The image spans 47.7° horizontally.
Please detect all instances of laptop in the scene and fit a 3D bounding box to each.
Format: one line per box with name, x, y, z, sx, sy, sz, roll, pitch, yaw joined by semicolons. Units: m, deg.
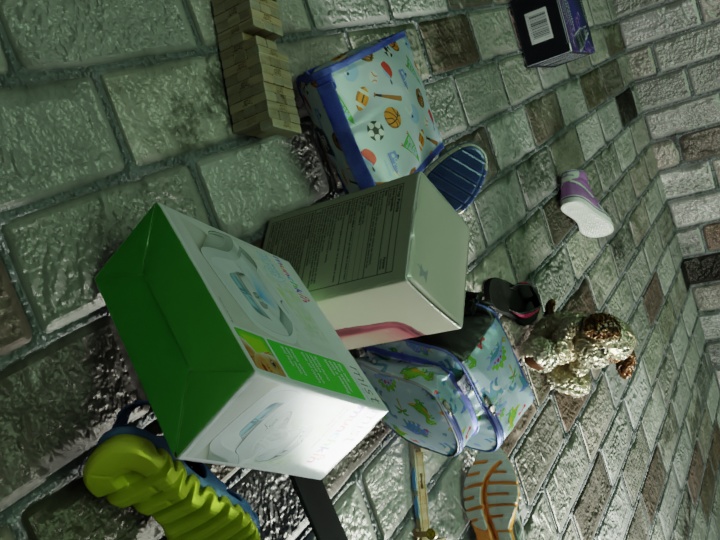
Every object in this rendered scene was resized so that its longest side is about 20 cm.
laptop;-0.068;0.274;0.756;0.200;0.103;0.177;-61;160;-16

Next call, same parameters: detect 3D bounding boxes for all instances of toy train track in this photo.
toy train track;0.088;0.309;1.029;0.115;0.032;0.201;16;65;-54

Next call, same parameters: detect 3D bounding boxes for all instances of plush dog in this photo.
plush dog;0.394;0.123;1.423;0.200;0.171;0.161;40;55;-44

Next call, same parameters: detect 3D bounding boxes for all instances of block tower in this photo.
block tower;-0.117;-0.241;0.888;0.054;0.058;0.201;-2;79;-57

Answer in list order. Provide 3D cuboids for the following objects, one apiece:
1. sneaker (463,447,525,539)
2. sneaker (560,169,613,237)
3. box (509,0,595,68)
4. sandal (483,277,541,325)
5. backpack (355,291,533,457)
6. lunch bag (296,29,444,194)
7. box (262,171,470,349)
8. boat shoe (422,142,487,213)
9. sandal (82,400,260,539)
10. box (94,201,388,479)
sneaker;0.194;0.351;1.151;0.077;0.078;0.201;20;65;-68
sneaker;0.501;-0.155;1.798;0.200;0.072;0.115;36;48;-46
box;0.421;-0.527;1.772;0.200;0.104;0.149;-25;99;-57
sandal;0.273;0.051;1.394;0.200;0.045;0.075;14;68;-55
backpack;0.096;0.133;0.976;0.147;0.183;0.200;-51;125;-24
lunch bag;0.007;-0.185;0.998;0.170;0.123;0.200;66;25;-17
box;0.000;0.000;0.846;0.109;0.199;0.128;41;47;-42
boat shoe;0.087;-0.089;1.049;0.072;0.200;0.072;34;23;-13
sandal;-0.146;0.176;0.680;0.087;0.079;0.200;-105;169;-51
box;-0.101;0.064;0.684;0.176;0.097;0.200;26;21;-50
